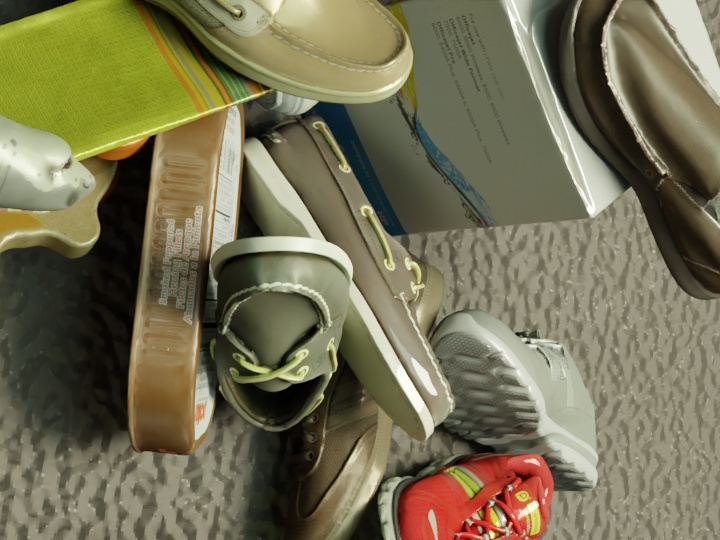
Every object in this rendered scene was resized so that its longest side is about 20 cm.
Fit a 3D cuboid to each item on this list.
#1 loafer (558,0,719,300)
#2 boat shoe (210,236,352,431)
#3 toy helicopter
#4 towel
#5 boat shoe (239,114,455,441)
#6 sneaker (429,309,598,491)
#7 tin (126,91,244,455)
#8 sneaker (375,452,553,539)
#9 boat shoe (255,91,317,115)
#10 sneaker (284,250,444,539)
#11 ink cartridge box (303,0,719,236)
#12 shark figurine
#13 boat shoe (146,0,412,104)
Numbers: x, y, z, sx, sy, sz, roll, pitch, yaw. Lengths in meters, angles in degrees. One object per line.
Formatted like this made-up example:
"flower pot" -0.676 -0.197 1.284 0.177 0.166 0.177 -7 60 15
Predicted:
"loafer" 0.174 -0.072 0.871 0.073 0.071 0.201 -51 120 -28
"boat shoe" -0.042 0.034 0.853 0.071 0.202 0.061 3 72 -2
"toy helicopter" -0.194 -0.033 0.812 0.131 0.079 0.202 28 59 -14
"towel" -0.121 -0.102 0.820 0.199 0.018 0.086 -24 68 -31
"boat shoe" 0.000 0.000 0.932 0.059 0.072 0.201 -27 72 -20
"sneaker" 0.096 0.069 1.052 0.200 0.074 0.083 50 43 -51
"tin" -0.091 -0.003 0.875 0.112 0.041 0.203 18 79 -83
"sneaker" 0.067 0.144 0.973 0.200 0.084 0.078 -33 108 -68
"boat shoe" -0.095 -0.165 0.915 0.071 0.070 0.202 -39 106 -29
"sneaker" -0.018 0.073 0.976 0.075 0.070 0.202 29 65 -16
"ink cartridge box" 0.081 -0.119 0.968 0.147 0.199 0.146 -37 110 -34
"shark figurine" -0.227 -0.082 0.721 0.215 0.089 0.128 46 26 -3
"boat shoe" -0.059 -0.152 0.825 0.199 0.065 0.073 30 55 -2
